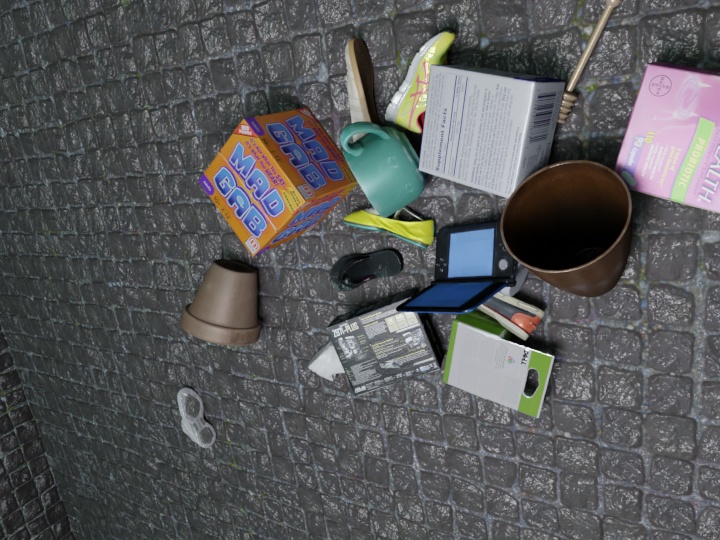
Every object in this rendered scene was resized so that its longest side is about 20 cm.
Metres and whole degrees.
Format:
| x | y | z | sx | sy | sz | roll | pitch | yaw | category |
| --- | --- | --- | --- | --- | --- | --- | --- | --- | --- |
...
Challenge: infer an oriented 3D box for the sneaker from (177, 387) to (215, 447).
| x | y | z | sx | sy | sz | roll | pitch | yaw | category |
| --- | --- | --- | --- | --- | --- | --- | --- | --- | --- |
| -0.528 | 0.456 | 1.821 | 0.099 | 0.078 | 0.201 | -10 | 102 | 40 | sneaker |

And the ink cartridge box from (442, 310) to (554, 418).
| x | y | z | sx | sy | sz | roll | pitch | yaw | category |
| --- | --- | --- | --- | --- | --- | --- | --- | --- | --- |
| 0.274 | 0.179 | 1.155 | 0.200 | 0.076 | 0.148 | 19 | 118 | 26 | ink cartridge box |

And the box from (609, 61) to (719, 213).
| x | y | z | sx | sy | sz | roll | pitch | yaw | category |
| --- | --- | --- | --- | --- | --- | --- | --- | --- | --- |
| 0.490 | -0.189 | 0.842 | 0.200 | 0.097 | 0.176 | 22 | 120 | 25 | box |

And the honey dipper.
| x | y | z | sx | sy | sz | roll | pitch | yaw | category |
| --- | --- | --- | --- | --- | --- | --- | --- | --- | --- |
| 0.348 | -0.331 | 0.920 | 0.038 | 0.038 | 0.200 | 31 | 123 | 21 | honey dipper |

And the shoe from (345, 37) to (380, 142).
| x | y | z | sx | sy | sz | roll | pitch | yaw | category |
| --- | --- | --- | --- | --- | --- | --- | --- | --- | --- |
| -0.005 | -0.340 | 1.137 | 0.053 | 0.070 | 0.201 | -3 | 109 | 27 | shoe |

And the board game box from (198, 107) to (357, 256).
| x | y | z | sx | sy | sz | roll | pitch | yaw | category |
| --- | --- | --- | --- | --- | --- | --- | --- | --- | --- |
| -0.168 | -0.187 | 1.229 | 0.200 | 0.200 | 0.200 | -40 | 85 | 38 | board game box |

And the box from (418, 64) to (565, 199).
| x | y | z | sx | sy | sz | roll | pitch | yaw | category |
| --- | --- | --- | --- | --- | --- | --- | --- | --- | --- |
| 0.212 | -0.238 | 0.985 | 0.200 | 0.105 | 0.184 | 26 | 122 | 37 | box |

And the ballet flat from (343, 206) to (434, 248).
| x | y | z | sx | sy | sz | roll | pitch | yaw | category |
| --- | --- | --- | --- | --- | --- | --- | --- | --- | --- |
| 0.061 | -0.101 | 1.203 | 0.200 | 0.067 | 0.067 | 19 | 97 | 24 | ballet flat |

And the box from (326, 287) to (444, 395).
| x | y | z | sx | sy | sz | roll | pitch | yaw | category |
| --- | --- | --- | --- | --- | --- | --- | --- | --- | --- |
| 0.054 | 0.151 | 1.249 | 0.200 | 0.086 | 0.164 | -22 | 96 | 17 | box |

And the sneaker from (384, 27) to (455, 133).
| x | y | z | sx | sy | sz | roll | pitch | yaw | category |
| --- | --- | --- | --- | --- | --- | --- | --- | --- | --- |
| 0.125 | -0.334 | 1.056 | 0.090 | 0.078 | 0.200 | 37 | 131 | 7 | sneaker |

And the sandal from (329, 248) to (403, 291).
| x | y | z | sx | sy | sz | roll | pitch | yaw | category |
| --- | --- | --- | --- | --- | --- | --- | --- | --- | --- |
| 0.000 | -0.001 | 1.286 | 0.200 | 0.048 | 0.076 | -19 | 97 | 38 | sandal |

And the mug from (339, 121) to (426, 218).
| x | y | z | sx | sy | sz | roll | pitch | yaw | category |
| --- | --- | --- | --- | --- | --- | --- | --- | --- | --- |
| 0.050 | -0.192 | 1.088 | 0.114 | 0.185 | 0.152 | -30 | 79 | 9 | mug |

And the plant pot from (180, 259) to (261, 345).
| x | y | z | sx | sy | sz | roll | pitch | yaw | category |
| --- | --- | --- | --- | --- | --- | --- | --- | --- | --- |
| -0.332 | 0.071 | 1.472 | 0.200 | 0.200 | 0.175 | 22 | 103 | 26 | plant pot |

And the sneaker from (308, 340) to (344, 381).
| x | y | z | sx | sy | sz | roll | pitch | yaw | category |
| --- | --- | --- | --- | --- | --- | --- | --- | --- | --- |
| -0.035 | 0.195 | 1.388 | 0.088 | 0.075 | 0.200 | 41 | 129 | -8 | sneaker |

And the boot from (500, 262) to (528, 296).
| x | y | z | sx | sy | sz | roll | pitch | yaw | category |
| --- | --- | --- | --- | --- | --- | --- | --- | --- | --- |
| 0.271 | -0.059 | 1.064 | 0.095 | 0.073 | 0.200 | 35 | 115 | 34 | boot |

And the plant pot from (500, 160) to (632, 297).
| x | y | z | sx | sy | sz | roll | pitch | yaw | category |
| --- | --- | --- | --- | --- | --- | --- | --- | --- | --- |
| 0.346 | -0.040 | 0.933 | 0.186 | 0.200 | 0.187 | -17 | 56 | 27 | plant pot |

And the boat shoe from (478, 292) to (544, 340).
| x | y | z | sx | sy | sz | roll | pitch | yaw | category |
| --- | --- | --- | --- | --- | --- | --- | --- | --- | --- |
| 0.253 | 0.053 | 1.126 | 0.200 | 0.071 | 0.063 | 37 | 89 | 33 | boat shoe |

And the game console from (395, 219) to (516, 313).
| x | y | z | sx | sy | sz | roll | pitch | yaw | category |
| --- | --- | --- | --- | --- | --- | --- | --- | --- | --- |
| 0.167 | -0.006 | 1.055 | 0.200 | 0.118 | 0.171 | -4 | 81 | 55 | game console |
